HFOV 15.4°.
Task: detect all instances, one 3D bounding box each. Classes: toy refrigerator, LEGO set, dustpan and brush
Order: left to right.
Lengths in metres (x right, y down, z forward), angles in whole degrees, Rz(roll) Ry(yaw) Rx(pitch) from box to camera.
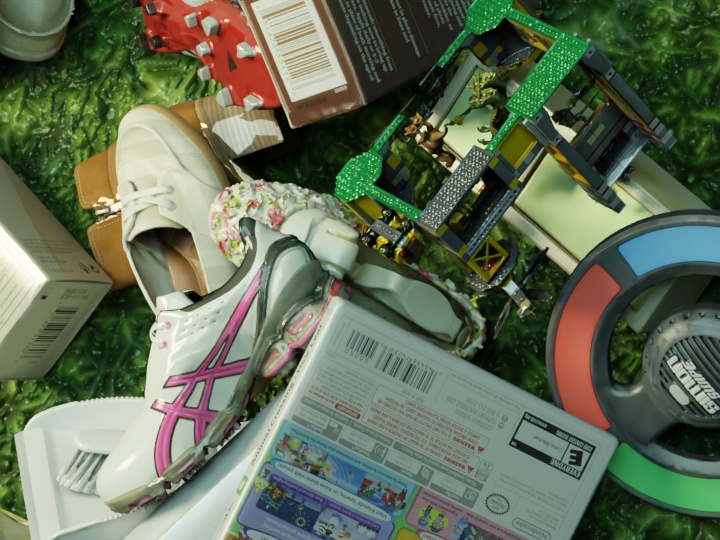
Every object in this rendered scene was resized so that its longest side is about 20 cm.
[{"bbox_3d":[-0.115,0.116,1.701,0.198,0.058,0.140,1,29,-14],"label":"dustpan and brush"},{"bbox_3d":[0.094,-0.063,1.612,0.153,0.116,0.201,19,71,52],"label":"LEGO set"},{"bbox_3d":[0.134,-0.053,1.679,0.200,0.070,0.076,43,113,22],"label":"toy refrigerator"}]

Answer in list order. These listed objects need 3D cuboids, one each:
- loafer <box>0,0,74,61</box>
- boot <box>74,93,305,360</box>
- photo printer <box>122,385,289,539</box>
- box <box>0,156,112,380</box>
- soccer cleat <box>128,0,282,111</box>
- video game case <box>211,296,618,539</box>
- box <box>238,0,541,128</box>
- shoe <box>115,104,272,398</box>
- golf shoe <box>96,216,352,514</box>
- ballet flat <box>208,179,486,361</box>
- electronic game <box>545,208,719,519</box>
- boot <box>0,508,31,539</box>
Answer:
[{"bbox_3d":[-0.234,-0.243,1.838,0.075,0.068,0.201,0,70,-17],"label":"loafer"},{"bbox_3d":[-0.102,-0.014,1.744,0.154,0.077,0.201,-21,79,15],"label":"boot"},{"bbox_3d":[-0.030,0.168,1.635,0.200,0.069,0.166,-43,101,-1],"label":"photo printer"},{"bbox_3d":[-0.269,-0.027,1.774,0.200,0.078,0.095,48,110,22],"label":"box"},{"bbox_3d":[-0.080,-0.158,1.742,0.085,0.069,0.200,-21,26,-24],"label":"soccer cleat"},{"bbox_3d":[0.030,0.140,1.593,0.199,0.022,0.183,27,90,-15],"label":"video game case"},{"bbox_3d":[0.019,-0.175,1.680,0.075,0.200,0.101,-14,102,45],"label":"box"},{"bbox_3d":[-0.110,-0.011,1.685,0.070,0.053,0.201,-24,85,30],"label":"shoe"},{"bbox_3d":[-0.100,0.058,1.616,0.092,0.073,0.200,42,93,-4],"label":"golf shoe"},{"bbox_3d":[0.000,0.000,1.661,0.199,0.064,0.076,28,79,-19],"label":"ballet flat"},{"bbox_3d":[0.209,0.058,1.603,0.198,0.042,0.201,7,114,15],"label":"electronic game"},{"bbox_3d":[-0.249,0.175,1.677,0.199,0.155,0.073,19,79,19],"label":"boot"}]
